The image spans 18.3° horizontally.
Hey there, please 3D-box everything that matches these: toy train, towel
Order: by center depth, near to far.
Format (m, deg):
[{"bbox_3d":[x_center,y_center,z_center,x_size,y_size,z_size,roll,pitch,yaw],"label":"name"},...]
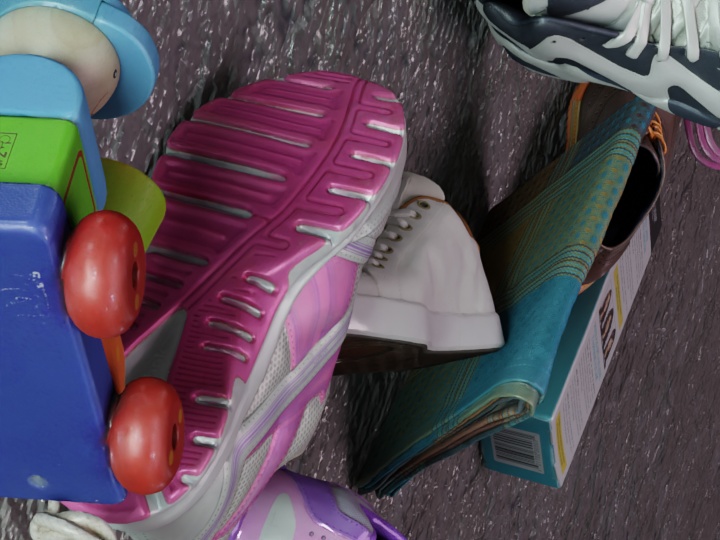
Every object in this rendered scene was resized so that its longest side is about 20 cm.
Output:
[{"bbox_3d":[-0.087,0.017,0.674,0.200,0.085,0.116,82,15,-48],"label":"toy train"},{"bbox_3d":[0.075,0.014,1.094,0.147,0.022,0.200,-37,-160,51],"label":"towel"}]

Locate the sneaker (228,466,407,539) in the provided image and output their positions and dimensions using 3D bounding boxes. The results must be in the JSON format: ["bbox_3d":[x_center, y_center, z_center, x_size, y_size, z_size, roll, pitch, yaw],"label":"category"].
[{"bbox_3d":[-0.014,0.131,0.940,0.200,0.088,0.081,55,50,-68],"label":"sneaker"}]

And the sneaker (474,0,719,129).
[{"bbox_3d":[0.132,-0.123,1.029,0.130,0.199,0.080,20,90,-60],"label":"sneaker"}]

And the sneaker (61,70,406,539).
[{"bbox_3d":[-0.044,0.016,0.798,0.200,0.081,0.088,-58,157,-23],"label":"sneaker"}]

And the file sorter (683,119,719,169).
[{"bbox_3d":[0.267,-0.132,1.348,0.200,0.139,0.125,-4,83,-89],"label":"file sorter"}]

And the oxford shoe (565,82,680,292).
[{"bbox_3d":[0.156,-0.069,1.279,0.073,0.071,0.200,-31,-152,54],"label":"oxford shoe"}]

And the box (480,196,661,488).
[{"bbox_3d":[0.127,0.022,1.330,0.082,0.049,0.200,77,32,-55],"label":"box"}]

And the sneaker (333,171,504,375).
[{"bbox_3d":[0.000,0.000,0.948,0.200,0.073,0.085,4,75,-69],"label":"sneaker"}]
